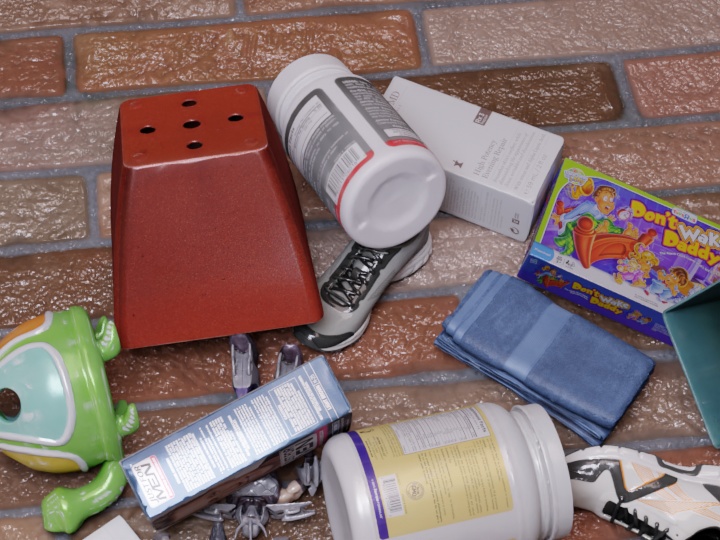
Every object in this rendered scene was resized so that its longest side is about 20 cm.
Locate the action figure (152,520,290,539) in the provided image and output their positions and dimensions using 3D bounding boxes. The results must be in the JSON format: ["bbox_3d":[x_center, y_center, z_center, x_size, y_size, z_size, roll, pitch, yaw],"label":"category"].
[{"bbox_3d":[-0.149,0.314,1.429,0.198,0.105,0.195,6,68,-10],"label":"action figure"}]

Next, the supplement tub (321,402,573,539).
[{"bbox_3d":[0.075,0.199,1.518,0.198,0.146,0.146,-11,55,-11],"label":"supplement tub"}]

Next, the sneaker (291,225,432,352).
[{"bbox_3d":[0.000,0.000,1.700,0.074,0.080,0.200,33,60,17],"label":"sneaker"}]

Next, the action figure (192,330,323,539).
[{"bbox_3d":[-0.098,0.160,1.586,0.129,0.070,0.201,6,57,-5],"label":"action figure"}]

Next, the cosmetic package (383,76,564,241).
[{"bbox_3d":[0.104,-0.119,1.794,0.199,0.074,0.102,21,55,11],"label":"cosmetic package"}]

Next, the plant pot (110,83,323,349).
[{"bbox_3d":[-0.151,-0.064,1.635,0.198,0.177,0.200,-8,34,-4],"label":"plant pot"}]

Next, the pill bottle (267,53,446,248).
[{"bbox_3d":[-0.009,-0.123,1.686,0.113,0.114,0.200,-21,45,-17],"label":"pill bottle"}]

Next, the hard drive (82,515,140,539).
[{"bbox_3d":[-0.254,0.319,1.488,0.199,0.027,0.132,-33,62,-24],"label":"hard drive"}]

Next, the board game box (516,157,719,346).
[{"bbox_3d":[0.273,-0.015,1.723,0.199,0.045,0.135,23,55,1],"label":"board game box"}]

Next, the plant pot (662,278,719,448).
[{"bbox_3d":[0.424,0.063,1.624,0.199,0.141,0.142,-13,77,-30],"label":"plant pot"}]

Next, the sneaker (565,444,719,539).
[{"bbox_3d":[0.266,0.215,1.562,0.198,0.074,0.080,8,56,3],"label":"sneaker"}]

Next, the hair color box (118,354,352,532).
[{"bbox_3d":[-0.107,0.154,1.502,0.199,0.100,0.061,-27,77,-8],"label":"hair color box"}]

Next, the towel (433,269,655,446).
[{"bbox_3d":[0.181,0.082,1.668,0.199,0.049,0.112,30,54,19],"label":"towel"}]

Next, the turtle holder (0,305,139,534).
[{"bbox_3d":[-0.277,0.131,1.570,0.131,0.187,0.141,-14,24,-13],"label":"turtle holder"}]
